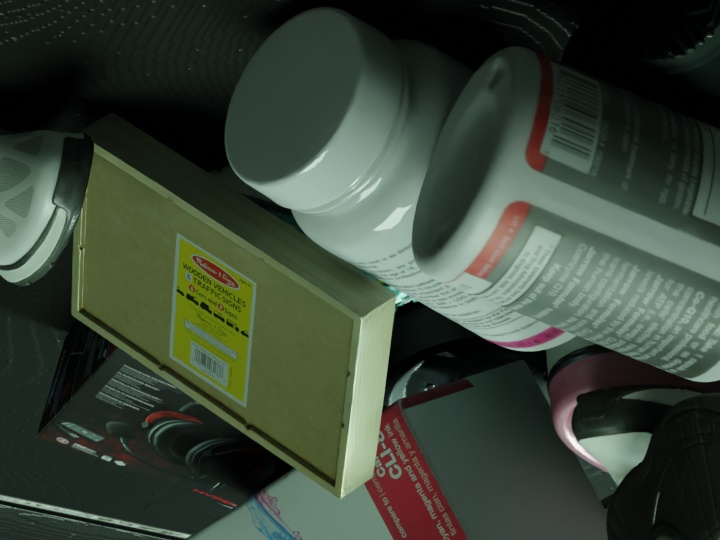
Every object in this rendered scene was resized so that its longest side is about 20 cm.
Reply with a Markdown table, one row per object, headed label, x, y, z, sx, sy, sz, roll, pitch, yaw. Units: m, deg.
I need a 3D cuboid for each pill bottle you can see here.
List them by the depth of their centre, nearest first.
| label | x | y | z | sx | sy | sz | roll | pitch | yaw |
| --- | --- | --- | --- | --- | --- | --- | --- | --- | --- |
| pill bottle | 0.135 | -0.016 | 1.333 | 0.200 | 0.114 | 0.114 | 22 | 149 | -14 |
| pill bottle | 0.035 | -0.045 | 1.437 | 0.113 | 0.114 | 0.200 | -20 | 144 | 40 |

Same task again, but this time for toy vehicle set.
| label | x | y | z | sx | sy | sz | roll | pitch | yaw |
| --- | --- | --- | --- | --- | --- | --- | --- | --- | --- |
| toy vehicle set | -0.070 | 0.018 | 1.501 | 0.200 | 0.026 | 0.124 | 33 | 135 | 27 |

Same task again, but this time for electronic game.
| label | x | y | z | sx | sy | sz | roll | pitch | yaw |
| --- | --- | --- | --- | --- | --- | --- | --- | --- | --- |
| electronic game | 0.092 | 0.069 | 1.728 | 0.199 | 0.042 | 0.200 | 4 | 144 | 3 |

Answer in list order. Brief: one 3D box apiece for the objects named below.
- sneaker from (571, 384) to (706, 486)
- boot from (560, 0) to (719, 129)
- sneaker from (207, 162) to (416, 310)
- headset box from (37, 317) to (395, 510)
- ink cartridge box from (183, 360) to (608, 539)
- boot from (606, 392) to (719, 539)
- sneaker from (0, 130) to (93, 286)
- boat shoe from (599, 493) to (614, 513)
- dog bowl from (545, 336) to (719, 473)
| label | x | y | z | sx | sy | sz | roll | pitch | yaw |
| --- | --- | --- | --- | --- | --- | --- | --- | --- | --- |
| sneaker | 0.180 | 0.122 | 1.521 | 0.074 | 0.080 | 0.200 | -8 | 148 | 43 |
| boot | 0.205 | -0.094 | 1.351 | 0.168 | 0.077 | 0.200 | 19 | 157 | -18 |
| sneaker | 0.000 | 0.000 | 1.569 | 0.199 | 0.080 | 0.078 | 6 | 153 | -4 |
| headset box | -0.082 | 0.057 | 1.682 | 0.148 | 0.075 | 0.200 | 23 | 149 | -16 |
| ink cartridge box | 0.020 | 0.167 | 1.651 | 0.200 | 0.145 | 0.145 | -35 | 169 | 32 |
| boot | 0.216 | 0.106 | 1.411 | 0.150 | 0.073 | 0.200 | -4 | 156 | -16 |
| sneaker | -0.223 | -0.042 | 1.508 | 0.115 | 0.076 | 0.200 | 20 | 161 | -26 |
| boat shoe | 0.219 | 0.107 | 1.687 | 0.200 | 0.068 | 0.072 | -37 | 155 | -7 |
| dog bowl | 0.190 | 0.063 | 1.572 | 0.200 | 0.074 | 0.200 | 10 | 157 | 4 |
